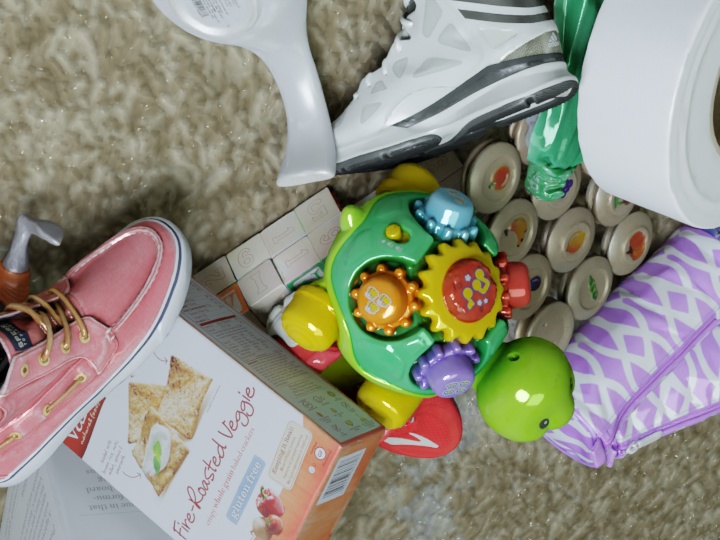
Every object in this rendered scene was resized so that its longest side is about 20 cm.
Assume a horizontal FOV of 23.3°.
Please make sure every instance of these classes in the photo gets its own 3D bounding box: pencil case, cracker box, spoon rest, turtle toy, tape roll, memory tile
[{"bbox_3d":[0.209,0.055,1.288,0.200,0.085,0.084,-43,143,-16],"label":"pencil case"},{"bbox_3d":[-0.097,0.102,1.121,0.058,0.200,0.134,-13,134,-56],"label":"cracker box"},{"bbox_3d":[-0.065,-0.142,1.053,0.099,0.061,0.200,-8,133,20],"label":"spoon rest"},{"bbox_3d":[0.056,0.030,1.097,0.200,0.101,0.146,47,64,-22],"label":"turtle toy"},{"bbox_3d":[0.226,-0.131,1.123,0.202,0.071,0.203,-29,131,-40],"label":"tape roll"},{"bbox_3d":[0.141,-0.040,1.211,0.153,0.017,0.200,-43,134,-22],"label":"memory tile"},{"bbox_3d":[0.264,0.084,1.370,0.200,0.086,0.084,-21,136,-7],"label":"pencil case"}]

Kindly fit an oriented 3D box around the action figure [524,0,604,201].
[{"bbox_3d":[0.141,-0.138,1.116,0.118,0.055,0.200,-3,114,-42],"label":"action figure"}]

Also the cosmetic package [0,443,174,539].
[{"bbox_3d":[-0.149,0.207,1.222,0.165,0.200,0.165,0,129,-24],"label":"cosmetic package"}]

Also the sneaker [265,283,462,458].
[{"bbox_3d":[0.007,0.090,1.187,0.077,0.085,0.200,-39,134,13],"label":"sneaker"}]

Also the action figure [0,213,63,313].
[{"bbox_3d":[-0.245,0.039,1.133,0.200,0.105,0.194,-30,150,-41],"label":"action figure"}]

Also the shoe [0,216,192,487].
[{"bbox_3d":[-0.185,0.042,1.052,0.200,0.071,0.091,-50,156,-3],"label":"shoe"}]

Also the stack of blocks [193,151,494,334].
[{"bbox_3d":[0.000,0.000,1.206,0.200,0.059,0.115,-33,135,5],"label":"stack of blocks"}]

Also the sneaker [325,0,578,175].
[{"bbox_3d":[0.038,-0.134,1.107,0.200,0.116,0.076,-19,174,34],"label":"sneaker"}]
